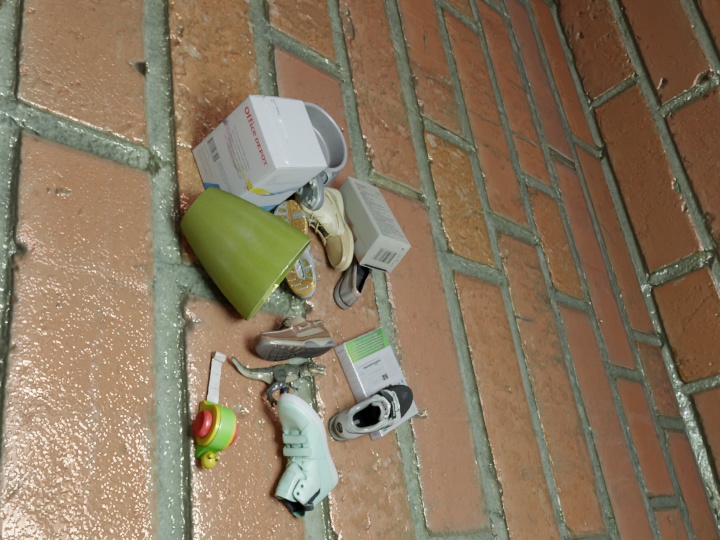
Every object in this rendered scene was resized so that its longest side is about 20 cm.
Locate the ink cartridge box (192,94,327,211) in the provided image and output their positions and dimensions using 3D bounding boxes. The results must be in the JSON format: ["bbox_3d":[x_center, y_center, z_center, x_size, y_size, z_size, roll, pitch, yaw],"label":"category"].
[{"bbox_3d":[-0.194,-0.215,1.328,0.144,0.198,0.150,-11,75,-50],"label":"ink cartridge box"}]

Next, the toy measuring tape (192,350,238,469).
[{"bbox_3d":[-0.229,0.219,1.128,0.073,0.073,0.204,28,49,-34],"label":"toy measuring tape"}]

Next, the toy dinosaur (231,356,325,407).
[{"bbox_3d":[-0.146,0.205,1.257,0.197,0.047,0.090,9,58,-41],"label":"toy dinosaur"}]

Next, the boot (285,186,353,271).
[{"bbox_3d":[-0.095,-0.102,1.476,0.153,0.072,0.205,14,56,-44],"label":"boot"}]

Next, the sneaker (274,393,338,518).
[{"bbox_3d":[-0.109,0.320,1.179,0.118,0.072,0.205,-40,113,-51],"label":"sneaker"}]

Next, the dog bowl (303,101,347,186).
[{"bbox_3d":[-0.110,-0.294,1.590,0.198,0.058,0.204,28,48,-36],"label":"dog bowl"}]

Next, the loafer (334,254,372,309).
[{"bbox_3d":[0.000,0.000,1.531,0.072,0.062,0.202,43,42,-23],"label":"loafer"}]

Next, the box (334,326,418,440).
[{"bbox_3d":[0.036,0.232,1.454,0.143,0.036,0.204,-15,81,-52],"label":"box"}]

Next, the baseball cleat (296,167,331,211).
[{"bbox_3d":[-0.092,-0.189,1.430,0.105,0.070,0.202,16,36,-38],"label":"baseball cleat"}]

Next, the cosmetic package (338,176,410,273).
[{"bbox_3d":[0.019,-0.102,1.541,0.102,0.088,0.202,15,36,-38],"label":"cosmetic package"}]

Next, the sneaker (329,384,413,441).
[{"bbox_3d":[0.040,0.274,1.345,0.197,0.088,0.076,-21,82,-35],"label":"sneaker"}]

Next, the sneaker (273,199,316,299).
[{"bbox_3d":[-0.133,-0.038,1.396,0.088,0.073,0.205,80,0,-73],"label":"sneaker"}]

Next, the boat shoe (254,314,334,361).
[{"bbox_3d":[-0.130,0.124,1.305,0.198,0.075,0.073,10,56,-56],"label":"boat shoe"}]

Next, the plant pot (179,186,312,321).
[{"bbox_3d":[-0.219,-0.048,1.240,0.199,0.188,0.188,40,40,-2],"label":"plant pot"}]
